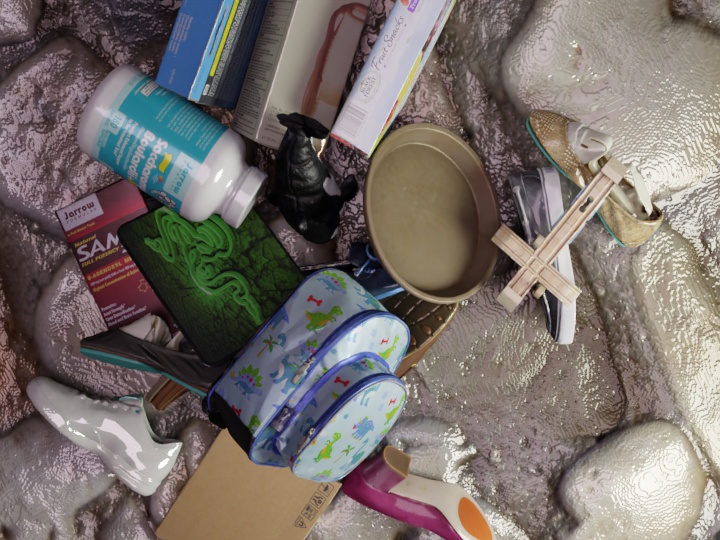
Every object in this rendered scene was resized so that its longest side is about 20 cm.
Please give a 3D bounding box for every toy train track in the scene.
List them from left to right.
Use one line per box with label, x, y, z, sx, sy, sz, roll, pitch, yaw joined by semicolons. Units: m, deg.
toy train track;0.219;-0.038;0.960;0.114;0.033;0.201;39;99;5

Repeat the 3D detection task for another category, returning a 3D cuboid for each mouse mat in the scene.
mouse mat;-0.159;-0.005;0.992;0.159;0.008;0.201;-30;73;-28

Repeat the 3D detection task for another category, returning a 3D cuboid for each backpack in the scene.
backpack;-0.035;0.116;0.929;0.146;0.183;0.201;37;90;28

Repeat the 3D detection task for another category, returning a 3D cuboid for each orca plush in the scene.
orca plush;-0.050;-0.078;0.953;0.103;0.201;0.072;3;58;-9

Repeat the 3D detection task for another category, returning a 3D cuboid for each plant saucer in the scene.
plant saucer;0.078;-0.063;0.983;0.197;0.029;0.205;8;77;-35

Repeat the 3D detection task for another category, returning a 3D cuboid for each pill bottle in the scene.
pill bottle;-0.202;-0.130;0.973;0.198;0.111;0.112;32;98;-3

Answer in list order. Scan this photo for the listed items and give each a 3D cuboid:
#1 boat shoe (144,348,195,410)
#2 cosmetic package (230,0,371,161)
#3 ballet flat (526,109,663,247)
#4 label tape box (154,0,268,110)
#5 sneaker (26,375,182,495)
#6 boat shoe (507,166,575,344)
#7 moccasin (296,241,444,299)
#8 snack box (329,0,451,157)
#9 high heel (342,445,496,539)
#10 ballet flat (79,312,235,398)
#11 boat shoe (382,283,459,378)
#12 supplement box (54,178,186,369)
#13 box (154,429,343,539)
boat shoe;-0.167;0.109;1.047;0.199;0.072;0.068;-41;93;7
cosmetic package;-0.065;-0.234;0.971;0.086;0.103;0.204;14;101;-27
ballet flat;0.271;-0.116;0.996;0.200;0.071;0.065;46;136;-10
label tape box;-0.158;-0.253;0.932;0.062;0.200;0.147;22;98;2
sneaker;-0.307;0.179;1.073;0.199;0.075;0.089;40;85;-9
boat shoe;0.204;-0.014;1.014;0.066;0.072;0.205;-8;96;4
moccasin;0.000;0.000;1.020;0.196;0.081;0.070;-18;99;4
snack box;0.039;-0.224;0.957;0.052;0.142;0.203;28;99;0
high heel;0.074;0.295;1.082;0.199;0.068;0.096;42;127;-7
ballet flat;-0.218;0.092;0.988;0.196;0.068;0.070;18;74;14
boat shoe;0.039;0.089;1.040;0.200;0.067;0.072;-44;65;10
supplement box;-0.265;-0.001;1.043;0.107;0.061;0.203;-23;95;6
box;-0.140;0.292;1.091;0.162;0.021;0.202;35;99;3
